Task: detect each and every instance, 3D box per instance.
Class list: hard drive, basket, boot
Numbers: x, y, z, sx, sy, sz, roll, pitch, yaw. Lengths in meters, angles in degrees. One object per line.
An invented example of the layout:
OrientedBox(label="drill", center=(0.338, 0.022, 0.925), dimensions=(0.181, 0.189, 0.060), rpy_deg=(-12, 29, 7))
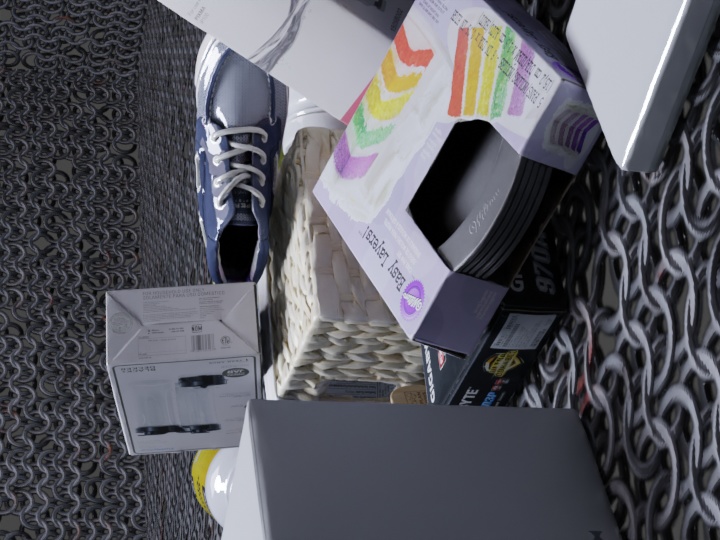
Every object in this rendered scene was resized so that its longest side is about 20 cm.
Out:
OrientedBox(label="hard drive", center=(0.156, -0.169, 0.837), dimensions=(0.132, 0.026, 0.200), rpy_deg=(-101, 19, -47))
OrientedBox(label="basket", center=(0.000, 0.000, 1.238), dimensions=(0.124, 0.135, 0.201), rpy_deg=(112, 157, -49))
OrientedBox(label="boot", center=(-0.085, -0.082, 1.200), dimensions=(0.091, 0.072, 0.201), rpy_deg=(-102, 12, -49))

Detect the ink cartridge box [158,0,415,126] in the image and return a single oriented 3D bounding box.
OrientedBox(label="ink cartridge box", center=(-0.027, -0.196, 1.153), dimensions=(0.083, 0.200, 0.147), rpy_deg=(-48, 15, 36))

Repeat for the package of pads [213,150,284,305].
OrientedBox(label="package of pads", center=(-0.113, -0.059, 1.670), dimensions=(0.200, 0.068, 0.155), rpy_deg=(-100, 19, -46))

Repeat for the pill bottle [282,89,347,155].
OrientedBox(label="pill bottle", center=(-0.030, -0.199, 1.465), dimensions=(0.109, 0.108, 0.201), rpy_deg=(128, 143, -68))

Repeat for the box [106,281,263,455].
OrientedBox(label="box", center=(-0.134, 0.081, 1.279), dimensions=(0.200, 0.116, 0.060), rpy_deg=(93, 172, -64))

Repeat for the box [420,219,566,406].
OrientedBox(label="box", center=(0.078, -0.016, 1.091), dimensions=(0.159, 0.046, 0.201), rpy_deg=(114, 155, -54))

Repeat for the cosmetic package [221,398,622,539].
OrientedBox(label="cosmetic package", center=(0.022, 0.186, 0.950), dimensions=(0.123, 0.198, 0.201), rpy_deg=(-102, 20, -48))

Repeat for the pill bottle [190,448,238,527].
OrientedBox(label="pill bottle", center=(-0.113, 0.223, 1.717), dimensions=(0.200, 0.112, 0.113), rpy_deg=(176, 97, -77))

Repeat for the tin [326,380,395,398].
OrientedBox(label="tin", center=(-0.021, 0.110, 1.347), dimensions=(0.042, 0.111, 0.201), rpy_deg=(132, 139, -70))

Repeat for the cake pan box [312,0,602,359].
OrientedBox(label="cake pan box", center=(0.059, -0.071, 1.010), dimensions=(0.185, 0.052, 0.200), rpy_deg=(-62, 33, 21))

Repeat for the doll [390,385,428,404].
OrientedBox(label="doll", center=(0.042, 0.180, 1.199), dimensions=(0.137, 0.048, 0.201), rpy_deg=(-119, 28, -53))
